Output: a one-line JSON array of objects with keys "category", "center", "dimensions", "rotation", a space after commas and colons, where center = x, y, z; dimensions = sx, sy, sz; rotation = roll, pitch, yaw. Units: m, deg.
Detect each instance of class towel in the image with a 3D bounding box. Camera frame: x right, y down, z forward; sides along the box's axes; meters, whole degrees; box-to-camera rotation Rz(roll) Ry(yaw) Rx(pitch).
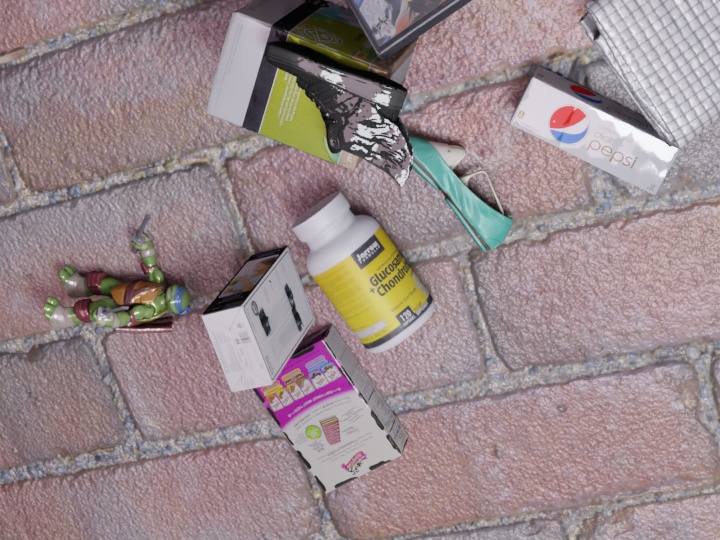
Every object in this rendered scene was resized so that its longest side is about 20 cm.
[{"category": "towel", "center": [0.366, -0.267, 1.584], "dimensions": [0.165, 0.086, 0.200], "rotation": [-37, 100, 6]}]

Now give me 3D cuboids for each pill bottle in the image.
[{"category": "pill bottle", "center": [0.000, 0.000, 1.794], "dimensions": [0.112, 0.112, 0.200], "rotation": [-32, 101, 24]}]

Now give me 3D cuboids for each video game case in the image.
[{"category": "video game case", "center": [0.062, -0.369, 1.558], "dimensions": [0.199, 0.025, 0.181], "rotation": [-32, 75, 13]}]

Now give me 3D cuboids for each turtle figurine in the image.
[{"category": "turtle figurine", "center": [-0.342, 0.012, 1.877], "dimensions": [0.193, 0.200, 0.145], "rotation": [-6, 76, 21]}]

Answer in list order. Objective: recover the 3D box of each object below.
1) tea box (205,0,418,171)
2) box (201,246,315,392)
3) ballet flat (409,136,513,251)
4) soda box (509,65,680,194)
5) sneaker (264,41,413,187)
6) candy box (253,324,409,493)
[{"category": "tea box", "center": [-0.054, -0.238, 1.664], "dimensions": [0.196, 0.200, 0.134], "rotation": [22, 115, 4]}, {"category": "box", "center": [-0.130, 0.062, 1.806], "dimensions": [0.060, 0.200, 0.117], "rotation": [-13, 110, 21]}, {"category": "ballet flat", "center": [0.121, -0.116, 1.751], "dimensions": [0.070, 0.067, 0.200], "rotation": [-42, 97, 1]}, {"category": "soda box", "center": [0.287, -0.172, 1.676], "dimensions": [0.199, 0.064, 0.068], "rotation": [26, 116, 2]}, {"category": "sneaker", "center": [-0.024, -0.177, 1.537], "dimensions": [0.199, 0.060, 0.105], "rotation": [20, 110, 1]}, {"category": "candy box", "center": [-0.043, 0.194, 1.913], "dimensions": [0.136, 0.061, 0.201], "rotation": [-29, 101, 23]}]
